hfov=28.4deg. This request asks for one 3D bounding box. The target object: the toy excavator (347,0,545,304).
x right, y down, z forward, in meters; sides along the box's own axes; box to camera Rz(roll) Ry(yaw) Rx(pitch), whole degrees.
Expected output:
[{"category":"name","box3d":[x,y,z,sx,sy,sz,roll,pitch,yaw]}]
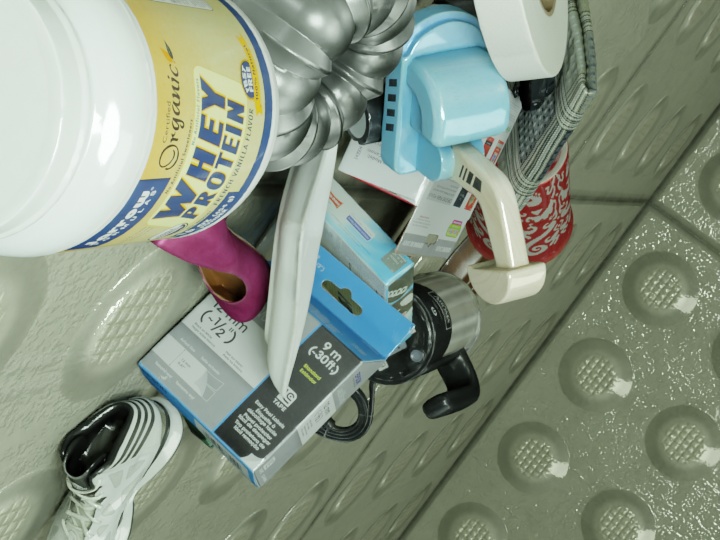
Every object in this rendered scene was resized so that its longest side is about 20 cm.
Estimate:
[{"category":"toy excavator","box3d":[0.075,-0.096,1.093,0.100,0.200,0.195,-13,124,-26]}]

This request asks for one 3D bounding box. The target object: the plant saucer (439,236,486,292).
[{"category":"plant saucer","box3d":[0.149,0.009,2.002,0.200,0.032,0.200,-46,164,-17]}]

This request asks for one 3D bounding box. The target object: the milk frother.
[{"category":"milk frother","box3d":[0.032,0.104,1.728,0.200,0.181,0.188,-11,180,22]}]

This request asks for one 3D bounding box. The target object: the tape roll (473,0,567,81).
[{"category":"tape roll","box3d":[0.120,-0.243,1.074,0.203,0.037,0.203,-5,90,-70]}]

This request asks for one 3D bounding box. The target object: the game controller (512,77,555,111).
[{"category":"game controller","box3d":[0.152,-0.241,1.266,0.042,0.104,0.200,-7,138,-2]}]

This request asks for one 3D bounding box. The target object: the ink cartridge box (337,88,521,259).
[{"category":"ink cartridge box","box3d":[0.060,-0.106,1.300,0.176,0.084,0.200,-66,163,5]}]

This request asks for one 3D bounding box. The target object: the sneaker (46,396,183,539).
[{"category":"sneaker","box3d":[-0.241,0.193,1.222,0.201,0.076,0.115,-61,156,3]}]

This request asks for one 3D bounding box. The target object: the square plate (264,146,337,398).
[{"category":"square plate","box3d":[-0.047,-0.033,1.144,0.200,0.028,0.198,100,1,-46]}]

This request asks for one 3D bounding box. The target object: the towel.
[{"category":"towel","box3d":[0.172,-0.188,1.381,0.193,0.035,0.200,117,-22,-52]}]

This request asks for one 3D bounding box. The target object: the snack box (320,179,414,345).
[{"category":"snack box","box3d":[0.000,0.000,1.359,0.037,0.116,0.200,-39,163,-13]}]

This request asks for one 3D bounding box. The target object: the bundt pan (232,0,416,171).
[{"category":"bundt pan","box3d":[-0.032,-0.153,0.995,0.202,0.076,0.202,-48,164,-18]}]

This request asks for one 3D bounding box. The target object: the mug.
[{"category":"mug","box3d":[0.182,-0.119,1.688,0.133,0.178,0.200,-14,157,1]}]

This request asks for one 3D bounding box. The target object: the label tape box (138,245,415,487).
[{"category":"label tape box","box3d":[-0.071,0.066,1.239,0.200,0.143,0.066,-45,163,-12]}]

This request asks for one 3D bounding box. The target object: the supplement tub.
[{"category":"supplement tub","box3d":[-0.141,-0.081,0.699,0.144,0.144,0.200,-56,165,17]}]

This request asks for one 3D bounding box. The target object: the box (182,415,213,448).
[{"category":"box","box3d":[-0.119,0.088,1.374,0.144,0.036,0.200,-48,164,-14]}]

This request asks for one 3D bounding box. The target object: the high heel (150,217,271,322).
[{"category":"high heel","box3d":[-0.122,-0.001,1.094,0.096,0.067,0.200,-53,153,-30]}]

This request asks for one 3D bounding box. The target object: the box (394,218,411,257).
[{"category":"box","box3d":[0.074,-0.066,1.506,0.164,0.021,0.200,-56,-178,11]}]
